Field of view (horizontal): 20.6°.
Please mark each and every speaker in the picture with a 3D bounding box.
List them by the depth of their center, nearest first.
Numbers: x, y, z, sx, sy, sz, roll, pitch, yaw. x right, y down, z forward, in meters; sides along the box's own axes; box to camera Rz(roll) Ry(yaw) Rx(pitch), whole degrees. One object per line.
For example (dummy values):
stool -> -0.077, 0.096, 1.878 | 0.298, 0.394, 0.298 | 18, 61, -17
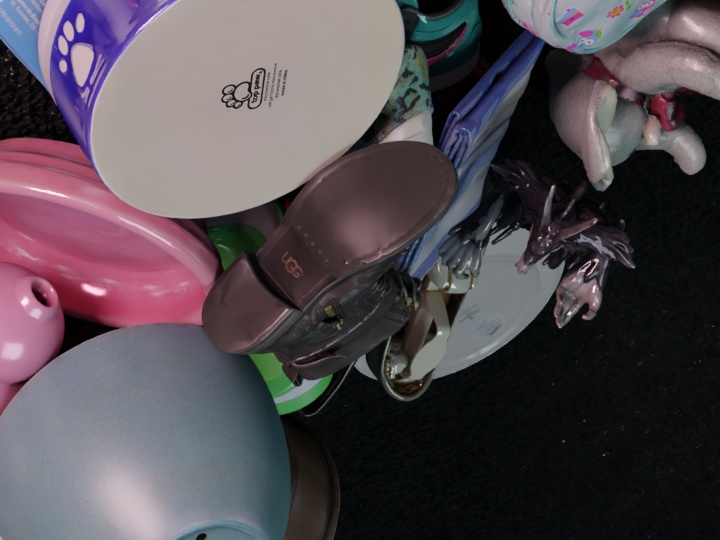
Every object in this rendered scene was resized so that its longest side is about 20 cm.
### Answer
speaker -> -0.081, 0.005, 1.358 | 0.088, 0.088, 0.200 | -26, 127, -7

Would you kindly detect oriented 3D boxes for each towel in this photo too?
towel -> 0.072, -0.071, 1.346 | 0.147, 0.024, 0.200 | -50, 168, -41

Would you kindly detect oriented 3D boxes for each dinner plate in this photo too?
dinner plate -> 0.081, 0.029, 1.597 | 0.200, 0.024, 0.200 | -20, 145, -15

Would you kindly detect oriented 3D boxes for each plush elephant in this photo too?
plush elephant -> 0.201, -0.130, 1.377 | 0.200, 0.165, 0.155 | 12, 119, -7

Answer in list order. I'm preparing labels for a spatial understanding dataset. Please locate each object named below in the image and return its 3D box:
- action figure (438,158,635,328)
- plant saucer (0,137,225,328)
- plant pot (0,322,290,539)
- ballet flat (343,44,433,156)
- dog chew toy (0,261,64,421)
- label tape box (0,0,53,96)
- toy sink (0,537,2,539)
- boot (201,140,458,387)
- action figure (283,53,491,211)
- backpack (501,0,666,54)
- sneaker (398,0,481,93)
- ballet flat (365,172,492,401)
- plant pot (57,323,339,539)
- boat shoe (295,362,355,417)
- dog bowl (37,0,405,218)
action figure -> 0.126, -0.019, 1.361 | 0.102, 0.119, 0.200 | -59, 177, 5
plant saucer -> -0.176, -0.025, 1.245 | 0.200, 0.051, 0.201 | 14, 157, 6
plant pot -> -0.124, 0.153, 1.255 | 0.200, 0.135, 0.200 | -16, 129, -21
ballet flat -> 0.014, -0.067, 1.270 | 0.074, 0.074, 0.200 | -13, 155, -23
dog chew toy -> -0.269, 0.062, 1.276 | 0.200, 0.125, 0.124 | -35, 147, 29
label tape box -> -0.117, -0.184, 1.158 | 0.200, 0.066, 0.143 | -34, 145, 1
toy sink -> -0.268, 0.251, 1.464 | 0.130, 0.200, 0.112 | -36, 144, 7
boot -> 0.000, 0.000, 1.258 | 0.200, 0.069, 0.174 | -36, 159, 14
action figure -> 0.023, -0.060, 1.380 | 0.200, 0.099, 0.065 | -37, 161, 14
backpack -> 0.161, -0.236, 1.237 | 0.200, 0.127, 0.167 | -41, 145, 13
sneaker -> -0.005, -0.149, 1.260 | 0.200, 0.084, 0.121 | -26, 150, -20
ballet flat -> 0.061, 0.014, 1.500 | 0.067, 0.064, 0.200 | 6, 122, -26
plant pot -> -0.149, 0.146, 1.445 | 0.200, 0.200, 0.198 | -35, 136, 7
boat shoe -> -0.008, 0.029, 1.494 | 0.073, 0.065, 0.200 | -2, 135, -32
dog bowl -> -0.078, -0.126, 1.134 | 0.200, 0.079, 0.200 | -21, 144, -16
